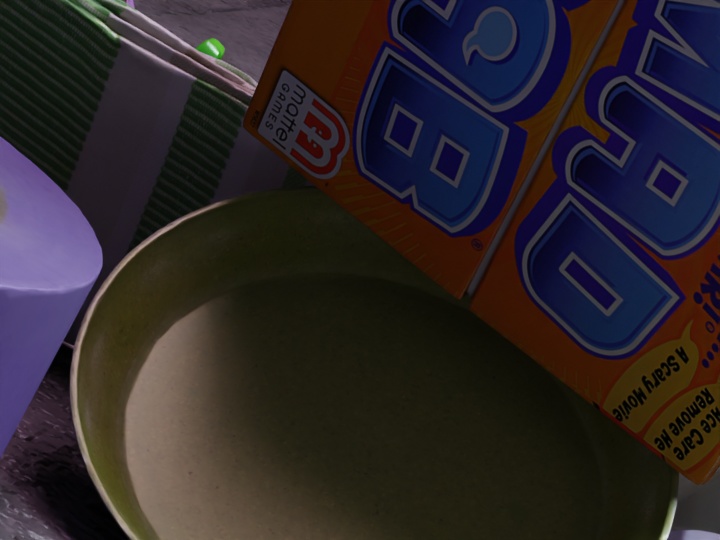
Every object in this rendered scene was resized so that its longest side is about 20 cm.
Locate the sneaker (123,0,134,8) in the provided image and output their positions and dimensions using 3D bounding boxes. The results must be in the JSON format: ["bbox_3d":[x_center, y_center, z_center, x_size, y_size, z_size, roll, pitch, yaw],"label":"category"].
[{"bbox_3d":[-0.116,-0.114,1.101,0.073,0.114,0.201,-10,73,-30],"label":"sneaker"}]

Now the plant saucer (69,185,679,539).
[{"bbox_3d":[0.003,0.055,0.906,0.199,0.031,0.200,8,46,-8],"label":"plant saucer"}]

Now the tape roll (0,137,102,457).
[{"bbox_3d":[-0.180,-0.012,0.796,0.200,0.085,0.200,28,12,-6],"label":"tape roll"}]

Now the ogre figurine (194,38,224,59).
[{"bbox_3d":[-0.099,-0.061,1.271,0.200,0.098,0.120,25,16,1],"label":"ogre figurine"}]

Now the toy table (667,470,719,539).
[{"bbox_3d":[0.126,0.048,1.062,0.200,0.117,0.184,-26,82,-38],"label":"toy table"}]

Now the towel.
[{"bbox_3d":[-0.081,-0.027,1.021,0.200,0.153,0.023,29,39,3],"label":"towel"}]

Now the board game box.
[{"bbox_3d":[0.120,-0.098,0.926,0.200,0.200,0.200,38,43,14],"label":"board game box"}]

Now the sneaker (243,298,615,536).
[{"bbox_3d":[0.004,0.079,0.975,0.200,0.074,0.082,32,-11,13],"label":"sneaker"}]
